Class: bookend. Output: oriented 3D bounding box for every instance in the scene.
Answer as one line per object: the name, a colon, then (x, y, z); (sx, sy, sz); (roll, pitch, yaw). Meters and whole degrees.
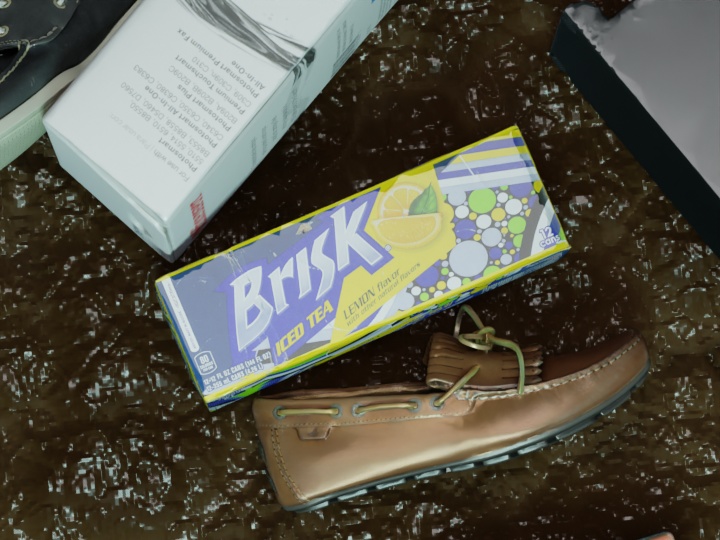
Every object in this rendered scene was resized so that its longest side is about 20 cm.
bookend: (0.234, -0.104, 1.505); (0.199, 0.092, 0.200); (-39, 83, -7)

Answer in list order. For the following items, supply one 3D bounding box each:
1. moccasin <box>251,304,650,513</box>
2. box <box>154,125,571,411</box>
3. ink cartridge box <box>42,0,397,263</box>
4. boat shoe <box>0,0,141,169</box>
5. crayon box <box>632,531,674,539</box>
moccasin: (0.046, 0.060, 1.494); (0.201, 0.074, 0.078); (-15, 92, 7)
box: (0.000, 0.000, 1.501); (0.199, 0.064, 0.070); (-23, 84, -4)
ink cartridge box: (-0.061, -0.111, 1.474); (0.084, 0.146, 0.200); (40, 83, 3)
boat shoe: (-0.165, -0.104, 1.465); (0.068, 0.072, 0.200); (41, 42, -3)
crayon box: (0.121, 0.242, 1.478); (0.126, 0.051, 0.201); (-16, 83, -3)
